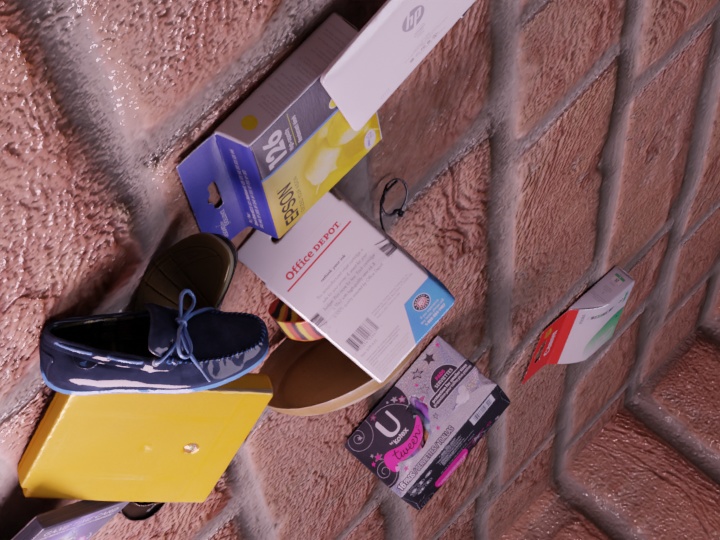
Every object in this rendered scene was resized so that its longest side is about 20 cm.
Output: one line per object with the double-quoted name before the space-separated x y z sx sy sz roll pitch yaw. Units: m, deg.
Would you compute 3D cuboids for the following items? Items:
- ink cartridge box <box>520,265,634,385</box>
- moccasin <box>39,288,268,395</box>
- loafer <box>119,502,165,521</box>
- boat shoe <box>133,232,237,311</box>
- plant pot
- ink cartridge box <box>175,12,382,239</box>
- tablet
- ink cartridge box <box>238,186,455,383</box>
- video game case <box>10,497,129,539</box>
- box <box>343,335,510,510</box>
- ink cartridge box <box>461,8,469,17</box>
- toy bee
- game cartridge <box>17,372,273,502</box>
"ink cartridge box" 0.356 0.103 2.960 0.200 0.050 0.161 -40 159 -32
"moccasin" -0.176 0.065 1.558 0.199 0.081 0.068 -10 135 -11
"loafer" -0.227 0.218 1.844 0.073 0.071 0.200 -45 160 -14
"boat shoe" -0.166 0.036 1.657 0.201 0.072 0.066 -55 166 31
"plant pot" -0.018 0.094 1.933 0.200 0.199 0.028 -40 116 -26
"ink cartridge box" -0.067 -0.108 1.638 0.200 0.047 0.198 -48 161 -13
"tablet" 0.047 -0.218 1.607 0.200 0.014 0.130 -49 159 -3
"ink cartridge box" -0.018 0.001 1.802 0.116 0.200 0.067 -47 -165 6
"video game case" -0.324 0.284 1.762 0.200 0.019 0.143 -44 165 26
"box" 0.091 0.207 2.464 0.200 0.115 0.132 -50 160 -3
"ink cartridge box" 0.124 -0.329 1.654 0.199 0.043 0.200 -53 162 8
"toy bee" 0.000 0.000 1.880 0.131 0.109 0.201 24 98 -46
"game cartridge" -0.204 0.153 1.688 0.199 0.033 0.177 7 135 -30
